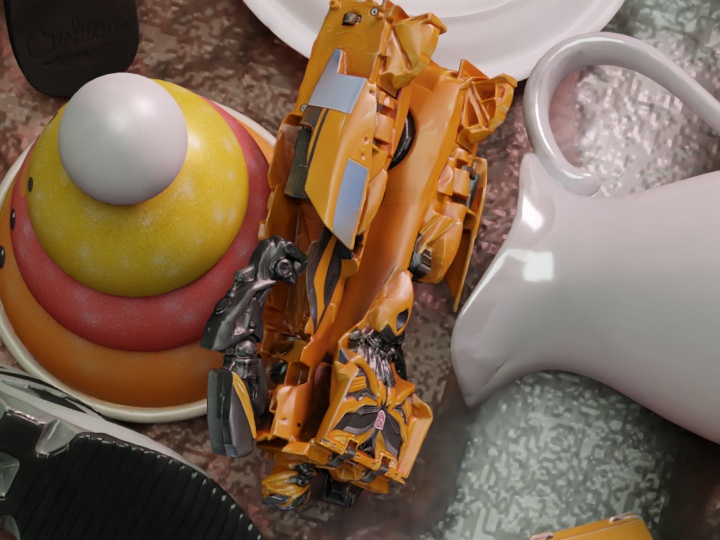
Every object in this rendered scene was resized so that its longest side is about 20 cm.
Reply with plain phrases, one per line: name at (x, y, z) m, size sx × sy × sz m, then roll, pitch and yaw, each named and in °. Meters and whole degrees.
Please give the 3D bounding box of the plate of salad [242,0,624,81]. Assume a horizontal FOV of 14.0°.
plate of salad at (0.029, -0.166, 1.284) m, size 0.200 × 0.048 × 0.201 m, roll 2°, pitch 70°, yaw -5°

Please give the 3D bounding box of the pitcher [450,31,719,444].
pitcher at (0.152, -0.011, 1.200) m, size 0.200 × 0.121 × 0.172 m, roll 8°, pitch 74°, yaw 14°

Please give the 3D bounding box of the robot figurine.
robot figurine at (0.000, 0.000, 1.175) m, size 0.058 × 0.145 × 0.200 m, roll 8°, pitch 79°, yaw 31°

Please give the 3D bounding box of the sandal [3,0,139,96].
sandal at (-0.126, -0.155, 1.212) m, size 0.075 × 0.200 × 0.045 m, roll -18°, pitch 35°, yaw -10°

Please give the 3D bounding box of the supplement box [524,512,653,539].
supplement box at (0.111, 0.199, 1.148) m, size 0.066 × 0.069 × 0.200 m, roll -8°, pitch 68°, yaw -42°

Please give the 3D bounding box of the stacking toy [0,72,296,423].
stacking toy at (-0.087, -0.032, 1.162) m, size 0.146 × 0.200 × 0.146 m, roll 0°, pitch 71°, yaw 0°

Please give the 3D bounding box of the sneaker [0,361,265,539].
sneaker at (-0.124, 0.079, 1.195) m, size 0.200 × 0.089 × 0.074 m, roll 31°, pitch 100°, yaw -14°
